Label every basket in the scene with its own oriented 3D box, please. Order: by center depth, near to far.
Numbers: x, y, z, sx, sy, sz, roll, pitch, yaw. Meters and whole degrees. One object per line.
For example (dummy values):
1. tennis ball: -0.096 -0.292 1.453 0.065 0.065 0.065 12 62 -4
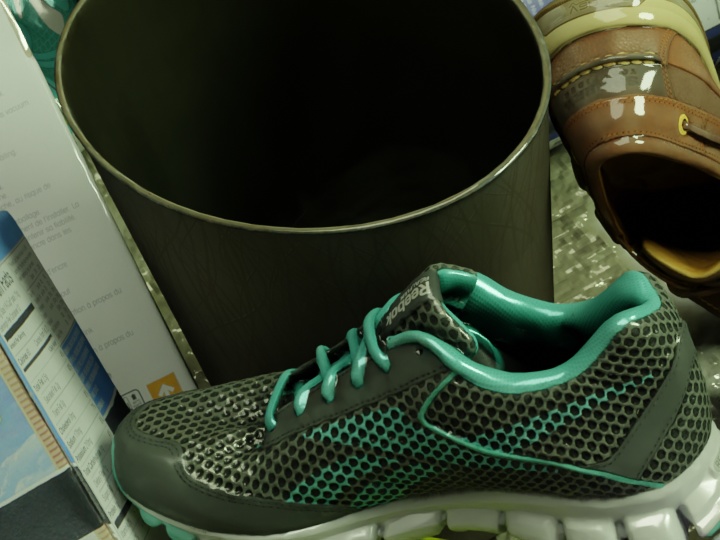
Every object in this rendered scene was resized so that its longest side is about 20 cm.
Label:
1. basket: 0.000 0.000 1.003 0.180 0.200 0.136 23 58 33

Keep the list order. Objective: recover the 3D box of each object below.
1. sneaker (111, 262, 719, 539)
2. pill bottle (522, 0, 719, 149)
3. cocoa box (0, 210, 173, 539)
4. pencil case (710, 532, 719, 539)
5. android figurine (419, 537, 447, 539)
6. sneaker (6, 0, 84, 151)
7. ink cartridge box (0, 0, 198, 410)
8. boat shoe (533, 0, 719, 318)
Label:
1. sneaker: 0.016 0.037 0.896 0.199 0.092 0.078 -4 34 12
2. pill bottle: 0.110 -0.127 1.153 0.199 0.112 0.112 -27 47 -10
3. cocoa box: -0.175 0.089 0.960 0.199 0.132 0.133 -30 8 5
4. pencil case: 0.071 0.149 0.837 0.200 0.084 0.085 -31 13 -33
5. android figurine: 0.045 0.157 0.913 0.199 0.041 0.182 6 43 3
6. sneaker: -0.150 -0.071 1.195 0.077 0.080 0.201 -8 46 8
7. ink cartridge box: -0.185 0.011 1.082 0.197 0.043 0.201 -26 84 -8
8. boat shoe: 0.115 -0.021 1.003 0.072 0.200 0.068 -19 55 20
